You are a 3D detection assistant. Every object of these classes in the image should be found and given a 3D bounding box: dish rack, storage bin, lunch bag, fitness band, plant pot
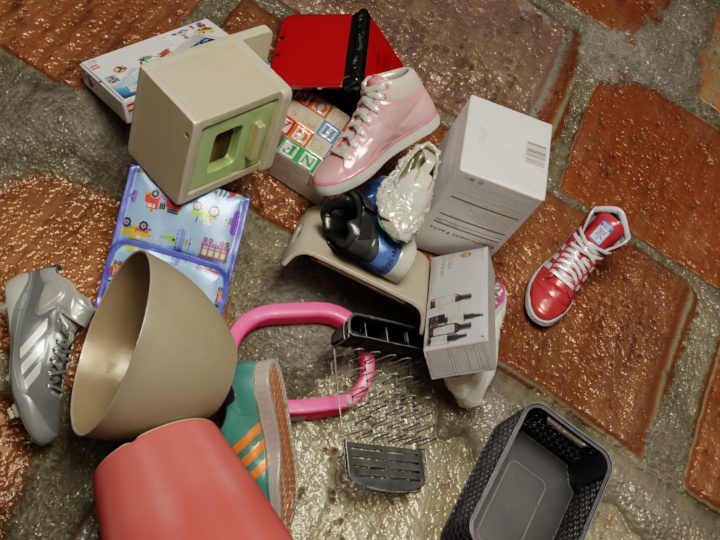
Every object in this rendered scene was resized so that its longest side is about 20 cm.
[{"bbox_3d":[0.033,0.164,1.088,0.152,0.054,0.204,15,60,-40],"label":"dish rack"},{"bbox_3d":[0.203,0.282,1.099,0.134,0.094,0.201,35,59,0],"label":"storage bin"},{"bbox_3d":[-0.232,-0.004,1.096,0.148,0.094,0.204,14,75,-11],"label":"lunch bag"},{"bbox_3d":[-0.075,0.110,1.114,0.196,0.037,0.146,-1,67,-21],"label":"fitness band"},{"bbox_3d":[-0.213,0.097,0.980,0.133,0.199,0.204,23,59,-28],"label":"plant pot"},{"bbox_3d":[-0.180,0.266,0.927,0.198,0.201,0.179,-18,64,-25],"label":"plant pot"}]

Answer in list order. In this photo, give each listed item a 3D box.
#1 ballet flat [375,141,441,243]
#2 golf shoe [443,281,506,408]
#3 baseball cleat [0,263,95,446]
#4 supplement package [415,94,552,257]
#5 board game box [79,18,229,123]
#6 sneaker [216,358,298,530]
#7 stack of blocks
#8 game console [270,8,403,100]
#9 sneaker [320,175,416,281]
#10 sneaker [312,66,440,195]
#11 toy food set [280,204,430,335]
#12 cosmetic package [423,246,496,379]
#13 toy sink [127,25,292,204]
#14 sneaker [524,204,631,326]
[{"bbox_3d":[0.065,-0.109,1.113,0.071,0.072,0.201,27,31,-5],"label":"ballet flat"},{"bbox_3d":[0.151,0.095,1.189,0.201,0.074,0.093,-57,135,-45],"label":"golf shoe"},{"bbox_3d":[-0.342,0.086,1.001,0.105,0.070,0.203,-19,72,2],"label":"baseball cleat"},{"bbox_3d":[0.155,-0.111,1.202,0.118,0.200,0.123,17,61,-10],"label":"supplement package"},{"bbox_3d":[-0.254,-0.269,1.198,0.198,0.035,0.126,-28,49,-27],"label":"board game box"},{"bbox_3d":[-0.121,0.205,1.030,0.078,0.071,0.204,-7,89,15],"label":"sneaker"},{"bbox_3d":[-0.081,-0.179,1.233,0.198,0.059,0.116,34,60,-2],"label":"stack of blocks"},{"bbox_3d":[-0.027,-0.274,1.277,0.173,0.117,0.202,50,29,-33],"label":"game console"},{"bbox_3d":[0.003,-0.076,1.139,0.110,0.077,0.202,27,31,-24],"label":"sneaker"},{"bbox_3d":[0.006,-0.187,1.153,0.199,0.075,0.106,-36,123,-14],"label":"sneaker"},{"bbox_3d":[0.000,0.000,1.160,0.197,0.061,0.144,25,27,-5],"label":"toy food set"},{"bbox_3d":[0.128,0.048,1.138,0.081,0.051,0.201,-9,32,13],"label":"cosmetic package"},{"bbox_3d":[-0.160,-0.186,1.075,0.112,0.131,0.199,44,48,17],"label":"toy sink"},{"bbox_3d":[0.306,-0.014,1.260,0.071,0.113,0.201,39,60,2],"label":"sneaker"}]
